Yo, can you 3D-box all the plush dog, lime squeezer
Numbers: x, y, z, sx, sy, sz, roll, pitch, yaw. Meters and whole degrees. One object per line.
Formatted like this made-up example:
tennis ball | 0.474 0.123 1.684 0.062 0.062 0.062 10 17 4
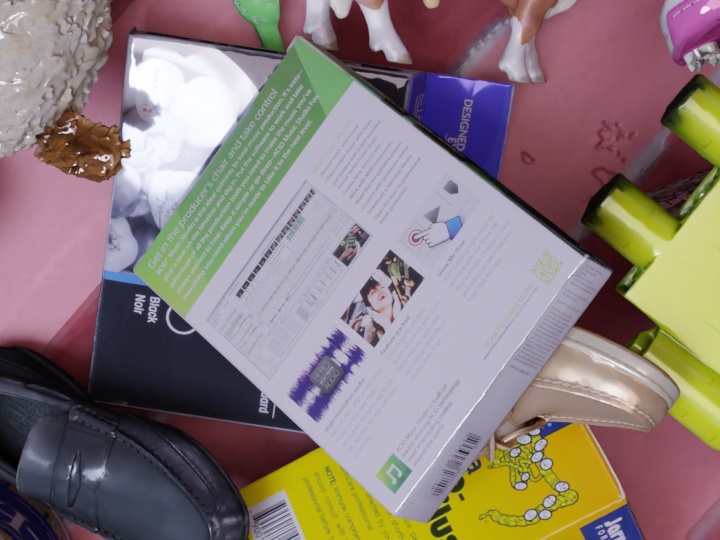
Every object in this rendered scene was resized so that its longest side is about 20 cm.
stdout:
plush dog | -0.161 -0.145 0.883 0.160 0.200 0.172 29 120 21
lime squeezer | -0.024 -0.160 0.994 0.071 0.038 0.200 20 95 -4

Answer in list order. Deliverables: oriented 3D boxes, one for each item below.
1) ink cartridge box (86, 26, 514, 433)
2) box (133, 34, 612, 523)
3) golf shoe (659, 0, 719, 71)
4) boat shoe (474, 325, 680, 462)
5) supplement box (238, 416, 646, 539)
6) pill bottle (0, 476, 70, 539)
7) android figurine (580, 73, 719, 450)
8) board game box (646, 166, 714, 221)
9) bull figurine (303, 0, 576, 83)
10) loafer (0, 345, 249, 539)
ink cartridge box | -0.032 -0.014 0.995 0.200 0.043 0.198 7 105 -3
box | 0.000 0.000 0.895 0.200 0.036 0.144 41 98 31
golf shoe | 0.179 -0.153 0.933 0.075 0.200 0.092 -31 89 30
boat shoe | 0.052 0.057 0.913 0.200 0.074 0.069 10 69 32
supplement box | 0.035 0.142 0.971 0.200 0.109 0.110 -28 53 2
pill bottle | -0.210 0.173 0.944 0.120 0.200 0.120 0 97 -2
android figurine | 0.209 0.003 0.919 0.200 0.041 0.182 40 94 -3
board game box | 0.264 0.005 0.989 0.200 0.097 0.160 -22 96 1
bull figurine | 0.064 -0.160 0.976 0.200 0.065 0.122 8 99 -11
loafer | -0.139 0.097 0.955 0.200 0.070 0.068 27 114 34
